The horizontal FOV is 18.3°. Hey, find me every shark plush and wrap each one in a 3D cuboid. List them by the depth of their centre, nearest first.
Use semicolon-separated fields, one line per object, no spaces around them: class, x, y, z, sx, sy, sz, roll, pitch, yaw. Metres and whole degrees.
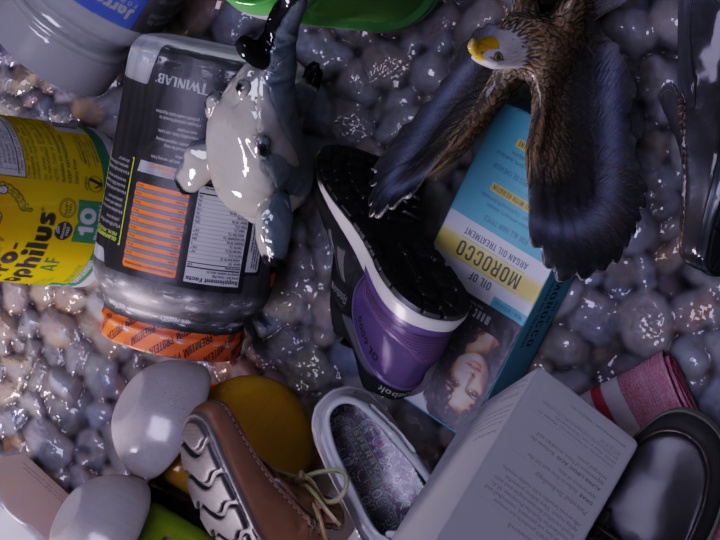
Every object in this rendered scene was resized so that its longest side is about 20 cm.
shark plush;-0.057;-0.101;1.345;0.091;0.083;0.201;32;141;32

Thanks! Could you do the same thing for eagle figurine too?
eagle figurine;0.098;-0.110;1.332;0.152;0.150;0.201;33;113;62

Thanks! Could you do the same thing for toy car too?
toy car;-0.112;0.163;1.468;0.201;0.175;0.150;-63;21;-15

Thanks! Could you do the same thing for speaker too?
speaker;-0.018;-0.192;1.375;0.088;0.200;0.089;1;93;27

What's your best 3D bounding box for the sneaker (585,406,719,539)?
sneaker;0.150;0.178;1.328;0.075;0.106;0.201;32;109;14

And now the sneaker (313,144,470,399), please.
sneaker;0.000;0.000;1.408;0.088;0.075;0.200;-64;27;28

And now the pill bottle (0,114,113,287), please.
pill bottle;-0.264;-0.051;1.497;0.112;0.199;0.114;-9;78;50

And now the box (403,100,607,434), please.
box;0.087;-0.001;1.415;0.082;0.049;0.201;31;105;23

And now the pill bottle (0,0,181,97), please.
pill bottle;-0.158;-0.223;1.496;0.114;0.114;0.200;43;110;19

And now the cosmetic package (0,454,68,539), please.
cosmetic package;-0.269;0.243;1.585;0.113;0.081;0.200;40;108;20

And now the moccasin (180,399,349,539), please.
moccasin;-0.039;0.161;1.377;0.202;0.078;0.074;54;155;-10

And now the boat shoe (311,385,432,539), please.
boat shoe;0.035;0.161;1.400;0.072;0.069;0.201;-26;88;0

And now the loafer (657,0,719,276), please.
loafer;0.213;-0.098;1.340;0.072;0.073;0.201;10;87;35

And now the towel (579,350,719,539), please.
towel;0.141;0.158;1.410;0.199;0.023;0.145;-30;78;25

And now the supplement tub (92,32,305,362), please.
supplement tub;-0.108;-0.048;1.473;0.122;0.122;0.201;16;99;26

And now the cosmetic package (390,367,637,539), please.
cosmetic package;0.068;0.167;1.311;0.081;0.200;0.113;36;154;-7
